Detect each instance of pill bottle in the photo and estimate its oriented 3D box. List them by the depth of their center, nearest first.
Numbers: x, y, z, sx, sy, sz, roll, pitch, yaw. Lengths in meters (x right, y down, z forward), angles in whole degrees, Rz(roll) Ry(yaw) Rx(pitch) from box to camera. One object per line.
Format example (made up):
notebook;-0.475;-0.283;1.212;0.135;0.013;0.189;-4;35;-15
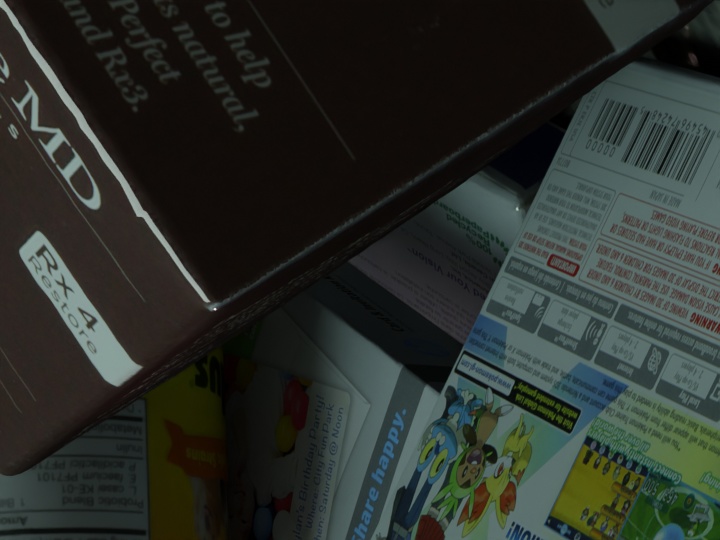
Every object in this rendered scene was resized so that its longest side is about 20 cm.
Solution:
pill bottle;-0.094;0.061;0.889;0.109;0.109;0.200;112;157;-75

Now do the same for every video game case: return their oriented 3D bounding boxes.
video game case;0.072;0.044;0.708;0.022;0.183;0.200;25;-179;-26

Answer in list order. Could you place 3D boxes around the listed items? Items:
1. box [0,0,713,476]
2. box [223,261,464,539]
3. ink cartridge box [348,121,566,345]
box;-0.050;-0.072;0.773;0.166;0.164;0.200;57;155;2
box;-0.013;0.086;0.899;0.200;0.041;0.156;37;115;53
ink cartridge box;0.000;0.000;0.990;0.196;0.043;0.200;33;146;34
